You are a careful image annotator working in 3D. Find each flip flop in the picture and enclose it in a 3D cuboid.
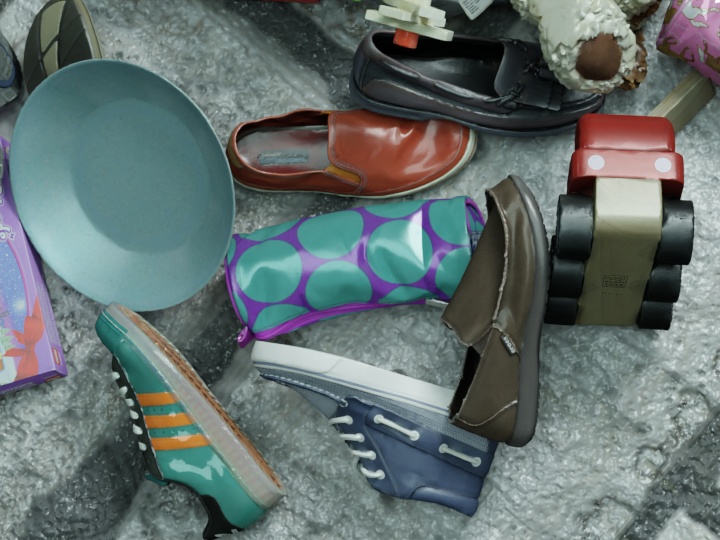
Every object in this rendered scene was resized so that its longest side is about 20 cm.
[{"bbox_3d":[-0.202,-0.123,1.682,0.081,0.058,0.200,-27,92,35],"label":"flip flop"}]

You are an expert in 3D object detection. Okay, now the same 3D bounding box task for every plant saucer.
[{"bbox_3d":[-0.177,-0.068,1.630,0.201,0.039,0.201,8,110,24],"label":"plant saucer"}]

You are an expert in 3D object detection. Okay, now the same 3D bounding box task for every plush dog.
[{"bbox_3d":[0.176,-0.232,1.593,0.160,0.172,0.200,20,94,36],"label":"plush dog"}]

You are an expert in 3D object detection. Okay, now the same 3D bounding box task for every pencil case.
[{"bbox_3d":[0.000,0.000,1.616,0.200,0.085,0.093,-9,70,7],"label":"pencil case"},{"bbox_3d":[0.319,-0.160,1.583,0.200,0.083,0.087,28,52,0],"label":"pencil case"}]

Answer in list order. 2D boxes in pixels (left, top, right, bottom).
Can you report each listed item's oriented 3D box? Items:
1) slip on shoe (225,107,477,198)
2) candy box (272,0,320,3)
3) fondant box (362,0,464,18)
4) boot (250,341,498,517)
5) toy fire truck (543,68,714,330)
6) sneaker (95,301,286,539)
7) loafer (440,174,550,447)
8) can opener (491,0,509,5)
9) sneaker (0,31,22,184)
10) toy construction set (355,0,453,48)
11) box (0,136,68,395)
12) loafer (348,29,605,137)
[{"bbox_3d":[-0.009,-0.095,1.647,0.200,0.061,0.074,-2,78,6],"label":"slip on shoe"},{"bbox_3d":[-0.104,-0.321,1.692,0.169,0.077,0.200,6,80,7],"label":"candy box"},{"bbox_3d":[0.001,-0.286,1.627,0.200,0.058,0.144,11,79,-29],"label":"fondant box"},{"bbox_3d":[0.006,0.118,1.589,0.200,0.073,0.090,16,86,-2],"label":"boot"},{"bbox_3d":[0.205,-0.073,1.565,0.129,0.176,0.200,2,65,2],"label":"toy fire truck"},{"bbox_3d":[-0.148,0.118,1.616,0.080,0.071,0.200,-39,86,4],"label":"sneaker"},{"bbox_3d":[0.095,0.031,1.531,0.071,0.073,0.200,1,97,-7],"label":"loafer"},{"bbox_3d":[0.127,-0.305,1.667,0.053,0.067,0.200,24,68,-32],"label":"can opener"},{"bbox_3d":[-0.324,-0.128,1.665,0.087,0.075,0.200,-18,43,24],"label":"sneaker"},{"bbox_3d":[0.034,-0.261,1.533,0.131,0.092,0.200,14,86,-5],"label":"toy construction set"},{"bbox_3d":[-0.323,0.007,1.684,0.137,0.039,0.200,-16,78,5],"label":"box"},{"bbox_3d":[0.092,-0.148,1.619,0.200,0.063,0.072,4,57,-3],"label":"loafer"}]
